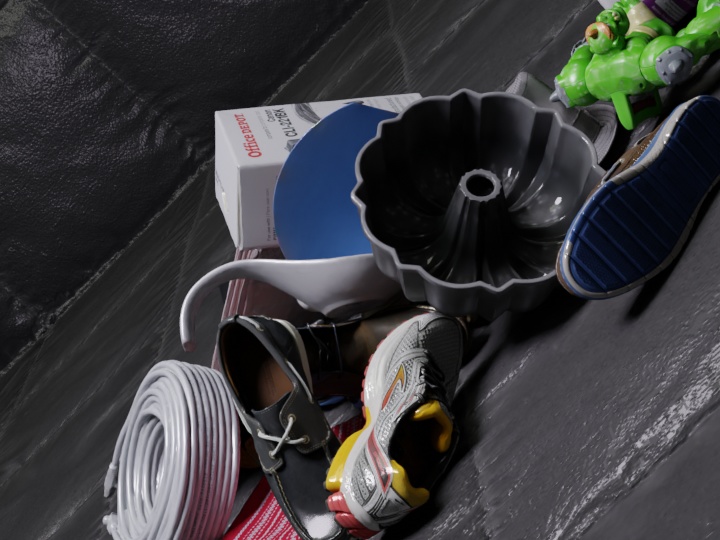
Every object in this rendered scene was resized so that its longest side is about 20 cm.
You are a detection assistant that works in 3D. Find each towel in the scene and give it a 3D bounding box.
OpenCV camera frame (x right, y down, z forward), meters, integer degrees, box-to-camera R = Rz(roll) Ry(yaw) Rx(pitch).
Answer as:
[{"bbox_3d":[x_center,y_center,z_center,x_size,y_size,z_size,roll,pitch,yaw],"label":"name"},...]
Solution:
[{"bbox_3d":[-0.044,0.180,1.411,0.200,0.022,0.145,-31,22,51],"label":"towel"},{"bbox_3d":[-0.061,0.011,1.623,0.200,0.032,0.192,-29,-39,-49],"label":"towel"}]

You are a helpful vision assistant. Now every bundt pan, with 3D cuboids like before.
[{"bbox_3d":[0.091,-0.043,1.317,0.202,0.201,0.076,-55,-19,-33],"label":"bundt pan"}]

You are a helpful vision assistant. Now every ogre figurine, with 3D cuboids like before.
[{"bbox_3d":[0.243,-0.184,1.423,0.199,0.099,0.120,13,41,39],"label":"ogre figurine"}]

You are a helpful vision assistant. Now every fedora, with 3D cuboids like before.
[{"bbox_3d":[0.138,-0.113,1.500,0.176,0.090,0.200,-38,10,16],"label":"fedora"}]

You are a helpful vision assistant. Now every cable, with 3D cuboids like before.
[{"bbox_3d":[-0.168,0.184,1.524,0.200,0.069,0.201,-126,50,-59],"label":"cable"}]

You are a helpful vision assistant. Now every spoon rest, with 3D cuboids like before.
[{"bbox_3d":[-0.055,0.014,1.384,0.198,0.061,0.099,-14,-13,-6],"label":"spoon rest"}]

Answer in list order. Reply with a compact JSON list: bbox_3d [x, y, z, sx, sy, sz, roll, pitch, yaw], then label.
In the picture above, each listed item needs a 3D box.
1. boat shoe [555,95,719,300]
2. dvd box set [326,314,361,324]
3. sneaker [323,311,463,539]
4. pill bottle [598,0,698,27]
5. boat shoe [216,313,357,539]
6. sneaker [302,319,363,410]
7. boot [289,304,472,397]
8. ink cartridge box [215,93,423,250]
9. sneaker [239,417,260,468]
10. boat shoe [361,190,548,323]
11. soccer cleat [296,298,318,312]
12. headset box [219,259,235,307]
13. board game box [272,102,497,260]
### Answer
[{"bbox_3d":[0.199,-0.043,1.211,0.200,0.072,0.072,-43,5,-30],"label":"boat shoe"},{"bbox_3d":[0.054,-0.015,1.649,0.200,0.029,0.146,-53,15,-23],"label":"dvd box set"},{"bbox_3d":[0.045,0.110,1.249,0.082,0.078,0.201,-26,32,40],"label":"sneaker"},{"bbox_3d":[0.305,-0.314,1.553,0.200,0.112,0.112,-41,14,21],"label":"pill bottle"},{"bbox_3d":[-0.059,0.125,1.290,0.071,0.201,0.068,-29,-23,16],"label":"boat shoe"},{"bbox_3d":[-0.028,0.078,1.522,0.071,0.083,0.199,-49,13,-14],"label":"sneaker"},{"bbox_3d":[-0.012,0.074,1.369,0.199,0.075,0.097,-14,-2,27],"label":"boot"},{"bbox_3d":[-0.025,-0.091,1.508,0.198,0.084,0.144,-7,26,-11],"label":"ink cartridge box"},{"bbox_3d":[-0.116,0.146,1.638,0.200,0.076,0.092,-30,17,48],"label":"sneaker"},{"bbox_3d":[0.088,0.015,1.406,0.199,0.072,0.072,-36,40,16],"label":"boat shoe"},{"bbox_3d":[0.000,0.000,1.528,0.069,0.087,0.200,-13,22,24],"label":"soccer cleat"},{"bbox_3d":[-0.063,-0.002,1.845,0.174,0.093,0.200,-46,13,2],"label":"headset box"},{"bbox_3d":[0.024,-0.066,1.423,0.039,0.198,0.159,-106,30,-59],"label":"board game box"}]
